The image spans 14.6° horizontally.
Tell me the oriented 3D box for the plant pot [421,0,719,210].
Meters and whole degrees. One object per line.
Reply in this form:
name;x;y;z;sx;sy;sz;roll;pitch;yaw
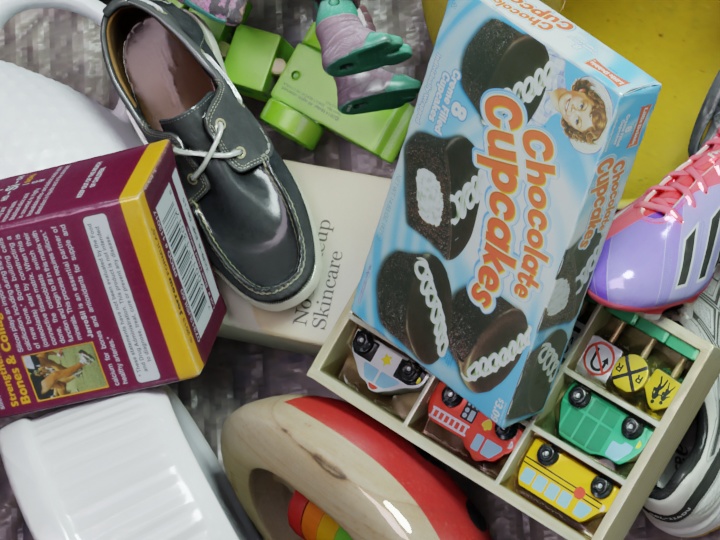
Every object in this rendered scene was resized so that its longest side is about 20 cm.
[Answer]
plant pot;0.113;-0.146;1.527;0.142;0.200;0.201;24;87;51

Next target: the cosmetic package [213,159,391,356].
cosmetic package;0.000;0.000;1.586;0.199;0.073;0.104;10;82;22

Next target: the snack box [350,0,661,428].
snack box;0.070;-0.035;1.415;0.116;0.037;0.201;37;125;31

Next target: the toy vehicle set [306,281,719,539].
toy vehicle set;0.081;0.050;1.478;0.200;0.026;0.125;30;92;30

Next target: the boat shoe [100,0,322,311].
boat shoe;-0.087;-0.066;1.560;0.072;0.068;0.201;-31;71;9

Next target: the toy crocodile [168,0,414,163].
toy crocodile;-0.055;-0.119;1.646;0.199;0.062;0.068;24;87;20

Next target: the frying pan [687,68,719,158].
frying pan;0.218;-0.160;1.490;0.031;0.115;0.190;22;67;46

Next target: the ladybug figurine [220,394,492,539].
ladybug figurine;0.005;0.134;1.531;0.072;0.136;0.200;-35;53;-25

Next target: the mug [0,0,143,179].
mug;-0.198;-0.069;1.639;0.174;0.148;0.201;17;84;13

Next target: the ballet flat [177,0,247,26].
ballet flat;-0.039;-0.214;1.638;0.071;0.069;0.200;40;61;-6

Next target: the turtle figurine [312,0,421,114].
turtle figurine;-0.017;-0.194;1.559;0.100;0.150;0.201;-20;72;19

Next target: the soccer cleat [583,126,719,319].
soccer cleat;0.183;-0.042;1.464;0.067;0.200;0.077;31;132;30

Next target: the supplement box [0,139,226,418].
supplement box;-0.187;0.012;1.531;0.199;0.086;0.111;-12;111;14

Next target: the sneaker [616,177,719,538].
sneaker;0.168;0.039;1.503;0.075;0.088;0.201;-12;73;20

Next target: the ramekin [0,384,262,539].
ramekin;-0.109;0.153;1.534;0.094;0.202;0.203;-29;69;-1
